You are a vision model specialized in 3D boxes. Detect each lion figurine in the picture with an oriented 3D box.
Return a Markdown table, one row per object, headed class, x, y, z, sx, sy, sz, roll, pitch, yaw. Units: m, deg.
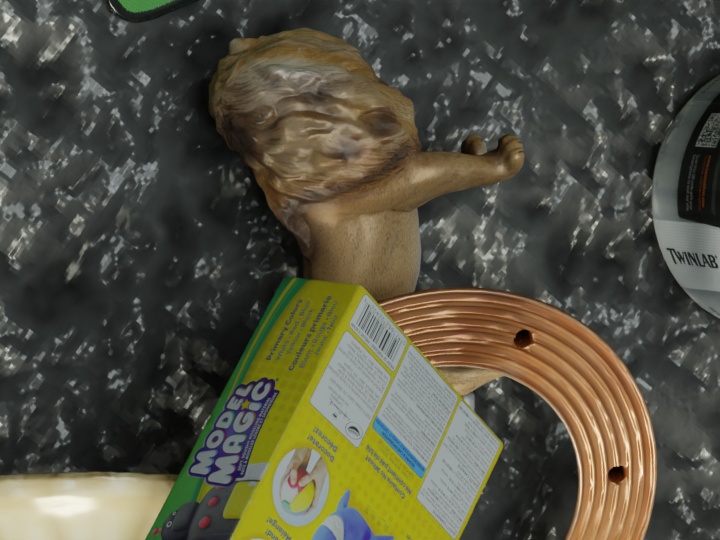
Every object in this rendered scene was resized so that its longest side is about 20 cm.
| class | x | y | z | sx | sy | sz | roll | pitch | yaw |
| --- | --- | --- | --- | --- | --- | --- | --- | --- | --- |
| lion figurine | 0.000 | 0.000 | 1.163 | 0.122 | 0.072 | 0.202 | -5 | 99 | -21 |

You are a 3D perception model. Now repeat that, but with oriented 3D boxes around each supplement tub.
| class | x | y | z | sx | sy | sz | roll | pitch | yaw |
| --- | --- | --- | --- | --- | --- | --- | --- | --- | --- |
| supplement tub | 0.221 | -0.027 | 1.192 | 0.122 | 0.200 | 0.124 | -2 | 95 | -24 |

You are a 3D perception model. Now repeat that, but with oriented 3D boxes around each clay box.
| class | x | y | z | sx | sy | sz | roll | pitch | yaw |
| --- | --- | --- | --- | --- | --- | --- | --- | --- | --- |
| clay box | -0.028 | 0.117 | 1.063 | 0.115 | 0.047 | 0.201 | 48 | 61 | -40 |

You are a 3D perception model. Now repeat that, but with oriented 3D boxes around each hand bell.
| class | x | y | z | sx | sy | sz | roll | pitch | yaw |
| --- | --- | --- | --- | --- | --- | --- | --- | --- | --- |
| hand bell | -0.103 | 0.182 | 1.082 | 0.103 | 0.104 | 0.202 | 3 | 81 | -25 |

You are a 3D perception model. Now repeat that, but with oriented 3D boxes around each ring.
| class | x | y | z | sx | sy | sz | roll | pitch | yaw |
| --- | --- | --- | --- | --- | --- | --- | --- | --- | --- |
| ring | 0.028 | 0.095 | 1.175 | 0.199 | 0.019 | 0.202 | -6 | 117 | -13 |

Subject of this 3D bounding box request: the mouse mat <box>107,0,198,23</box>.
| class | x | y | z | sx | sy | sz | roll | pitch | yaw |
| --- | --- | --- | --- | --- | --- | --- | --- | --- | --- |
| mouse mat | -0.053 | -0.215 | 1.131 | 0.160 | 0.008 | 0.201 | -24 | 117 | -22 |
